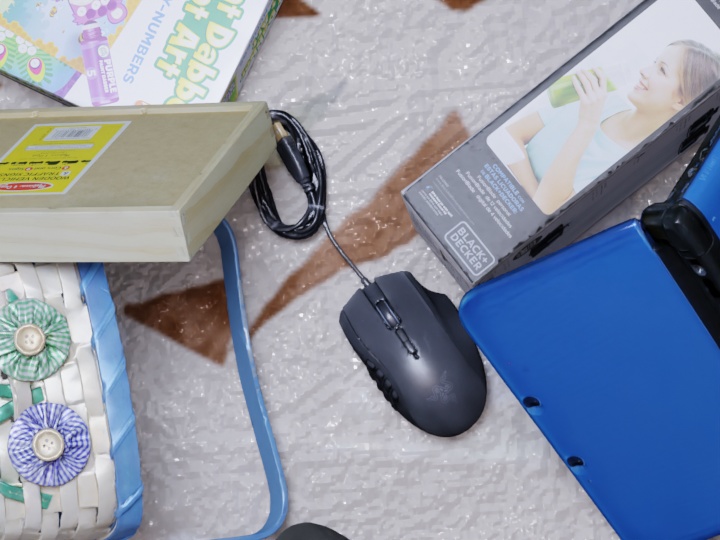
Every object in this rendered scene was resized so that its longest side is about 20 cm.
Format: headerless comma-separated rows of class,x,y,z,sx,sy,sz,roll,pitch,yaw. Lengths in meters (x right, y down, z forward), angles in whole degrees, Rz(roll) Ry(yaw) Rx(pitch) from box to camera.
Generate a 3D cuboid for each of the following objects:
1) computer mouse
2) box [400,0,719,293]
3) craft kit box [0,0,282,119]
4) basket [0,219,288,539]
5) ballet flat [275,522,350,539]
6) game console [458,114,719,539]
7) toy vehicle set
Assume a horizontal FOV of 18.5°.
computer mouse,0.000,0.000,1.155,0.059,0.034,0.200,-36,83,0
box,0.119,-0.068,1.115,0.200,0.117,0.060,-38,80,0
craft kit box,-0.132,-0.184,1.177,0.197,0.049,0.201,25,86,3
basket,-0.140,0.067,1.113,0.199,0.139,0.177,-10,83,-32
ballet flat,0.022,0.212,1.113,0.068,0.068,0.201,-27,85,-29
game console,0.174,0.023,1.100,0.200,0.118,0.171,53,57,-30
toy vehicle set,-0.155,-0.045,1.099,0.199,0.124,0.027,0,118,21
